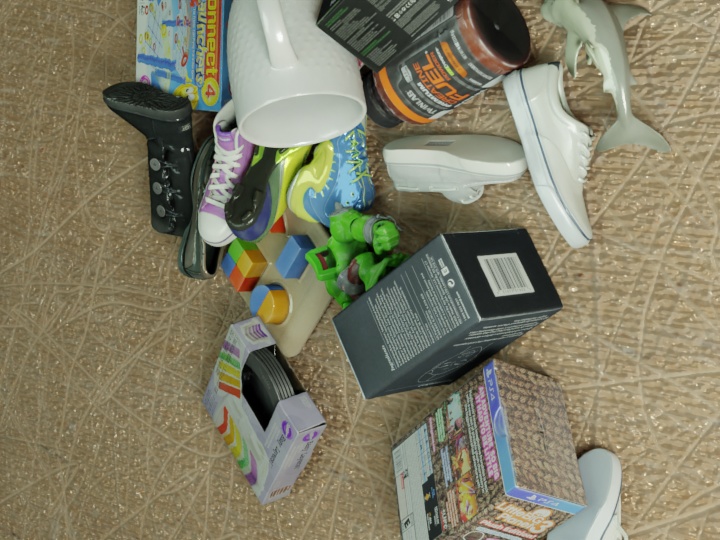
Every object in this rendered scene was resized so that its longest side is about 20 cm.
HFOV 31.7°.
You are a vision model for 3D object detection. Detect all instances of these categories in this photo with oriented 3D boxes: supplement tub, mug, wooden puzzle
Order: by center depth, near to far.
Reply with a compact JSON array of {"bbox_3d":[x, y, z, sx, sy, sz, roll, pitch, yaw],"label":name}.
[{"bbox_3d":[-0.083,-0.255,1.414,0.147,0.200,0.176,-12,74,5],"label":"mug"},{"bbox_3d":[0.087,-0.231,1.422,0.200,0.107,0.107,-28,75,43],"label":"supplement tub"},{"bbox_3d":[-0.116,-0.013,1.686,0.200,0.046,0.185,51,126,28],"label":"wooden puzzle"}]

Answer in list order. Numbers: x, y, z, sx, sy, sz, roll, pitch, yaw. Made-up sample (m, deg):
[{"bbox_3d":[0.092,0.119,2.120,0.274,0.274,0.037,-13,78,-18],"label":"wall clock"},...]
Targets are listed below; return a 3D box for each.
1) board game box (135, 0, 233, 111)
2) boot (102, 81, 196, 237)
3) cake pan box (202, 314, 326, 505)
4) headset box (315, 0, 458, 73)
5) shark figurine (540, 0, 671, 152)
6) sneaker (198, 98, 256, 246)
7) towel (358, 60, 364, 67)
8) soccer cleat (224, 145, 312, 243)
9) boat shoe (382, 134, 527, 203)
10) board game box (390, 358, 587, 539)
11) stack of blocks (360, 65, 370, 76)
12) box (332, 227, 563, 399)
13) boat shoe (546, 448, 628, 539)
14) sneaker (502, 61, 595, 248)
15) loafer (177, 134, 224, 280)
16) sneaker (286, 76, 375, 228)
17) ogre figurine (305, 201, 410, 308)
[{"bbox_3d":[-0.231,-0.322,1.761,0.195,0.056,0.201,10,101,44],"label":"board game box"},{"bbox_3d":[-0.289,-0.154,1.791,0.165,0.066,0.200,24,133,39],"label":"boot"},{"bbox_3d":[-0.131,0.185,1.687,0.184,0.052,0.200,55,143,23],"label":"cake pan box"},{"bbox_3d":[0.053,-0.347,1.389,0.174,0.093,0.200,-36,28,38],"label":"headset box"},{"bbox_3d":[0.258,-0.228,1.279,0.128,0.089,0.215,97,154,-61],"label":"shark figurine"},{"bbox_3d":[-0.174,-0.135,1.634,0.072,0.114,0.201,18,85,21],"label":"sneaker"},{"bbox_3d":[-0.078,-0.293,1.548,0.146,0.030,0.200,-36,69,39],"label":"towel"},{"bbox_3d":[-0.106,-0.125,1.622,0.065,0.084,0.200,26,77,25],"label":"soccer cleat"},{"bbox_3d":[0.109,-0.111,1.445,0.200,0.072,0.069,5,119,38],"label":"boat shoe"},{"bbox_3d":[0.134,0.224,1.388,0.200,0.097,0.160,-45,37,38],"label":"board game box"},{"bbox_3d":[-0.037,-0.338,1.565,0.115,0.058,0.200,-35,70,41],"label":"stack of blocks"},{"bbox_3d":[0.095,0.048,1.413,0.200,0.148,0.107,-39,67,39],"label":"box"},{"bbox_3d":[0.249,0.295,1.342,0.075,0.086,0.202,-6,61,49],"label":"boat shoe"},{"bbox_3d":[0.213,-0.124,1.335,0.071,0.073,0.201,-20,90,20],"label":"sneaker"},{"bbox_3d":[-0.195,-0.084,1.724,0.063,0.072,0.201,14,93,53],"label":"loafer"},{"bbox_3d":[-0.010,-0.135,1.565,0.105,0.076,0.200,36,119,15],"label":"sneaker"},{"bbox_3d":[0.000,0.000,1.531,0.120,0.098,0.200,46,165,36],"label":"ogre figurine"}]
